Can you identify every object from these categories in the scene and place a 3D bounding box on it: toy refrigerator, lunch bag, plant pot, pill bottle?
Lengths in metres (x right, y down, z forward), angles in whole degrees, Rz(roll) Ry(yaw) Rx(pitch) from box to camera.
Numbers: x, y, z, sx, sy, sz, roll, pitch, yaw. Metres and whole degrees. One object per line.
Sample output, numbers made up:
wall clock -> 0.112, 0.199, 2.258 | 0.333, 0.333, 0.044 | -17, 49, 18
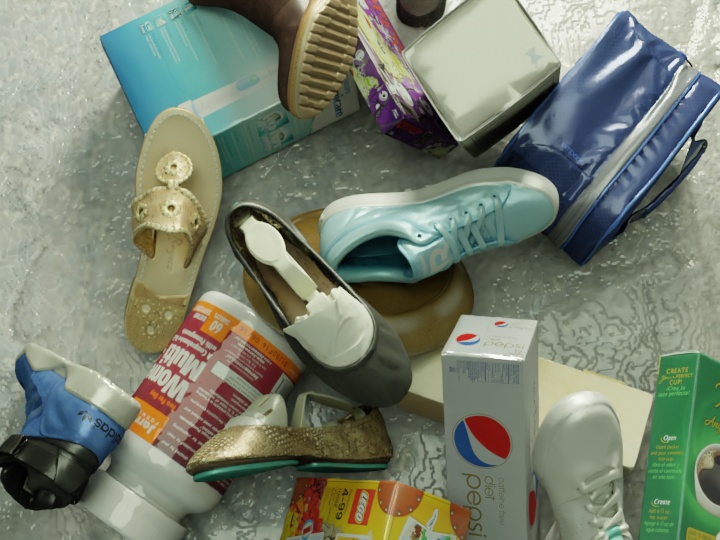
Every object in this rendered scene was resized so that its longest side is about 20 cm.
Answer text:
toy refrigerator -> 0.134, 0.106, 0.944 | 0.197, 0.076, 0.071 | 18, 73, 11
lunch bag -> 0.218, -0.110, 0.979 | 0.132, 0.136, 0.200 | 40, 81, 6
plant pot -> 0.000, 0.000, 0.957 | 0.196, 0.028, 0.201 | 5, 35, -3
pill bottle -> -0.139, 0.127, 0.939 | 0.109, 0.110, 0.201 | 30, 75, 14

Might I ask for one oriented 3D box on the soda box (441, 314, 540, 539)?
soda box -> 0.102, 0.140, 0.873 | 0.063, 0.068, 0.203 | 4, 114, 17

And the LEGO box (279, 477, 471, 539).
LEGO box -> -0.009, 0.266, 0.854 | 0.076, 0.148, 0.203 | 25, 69, -28

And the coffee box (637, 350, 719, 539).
coffee box -> 0.276, 0.177, 0.894 | 0.122, 0.044, 0.203 | 21, 70, -31

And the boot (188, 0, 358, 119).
boot -> -0.082, -0.231, 0.995 | 0.164, 0.072, 0.203 | 6, 82, 33

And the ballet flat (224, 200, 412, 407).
ballet flat -> -0.041, 0.023, 0.854 | 0.068, 0.068, 0.200 | -44, 70, -2

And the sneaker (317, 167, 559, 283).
sneaker -> 0.063, -0.022, 0.905 | 0.197, 0.075, 0.083 | -11, 40, 10

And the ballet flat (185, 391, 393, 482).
ballet flat -> -0.056, 0.131, 0.908 | 0.070, 0.198, 0.066 | -19, 72, 42

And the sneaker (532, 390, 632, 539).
sneaker -> 0.178, 0.187, 0.848 | 0.074, 0.203, 0.089 | -14, 30, -14

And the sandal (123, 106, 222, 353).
sandal -> -0.160, -0.028, 0.970 | 0.076, 0.070, 0.215 | 9, 100, -14

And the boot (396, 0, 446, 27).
boot -> 0.065, -0.346, 1.077 | 0.069, 0.132, 0.203 | 0, 71, 5

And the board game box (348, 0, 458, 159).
board game box -> 0.013, -0.200, 1.040 | 0.032, 0.120, 0.202 | -33, 70, 17

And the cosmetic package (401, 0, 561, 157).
cosmetic package -> 0.106, -0.164, 0.959 | 0.103, 0.200, 0.088 | -35, 87, 7

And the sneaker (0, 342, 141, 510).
sneaker -> -0.256, 0.129, 0.917 | 0.199, 0.077, 0.112 | 9, 62, 54

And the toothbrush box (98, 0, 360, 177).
toothbrush box -> -0.119, -0.184, 1.059 | 0.198, 0.085, 0.148 | -28, 70, -5
